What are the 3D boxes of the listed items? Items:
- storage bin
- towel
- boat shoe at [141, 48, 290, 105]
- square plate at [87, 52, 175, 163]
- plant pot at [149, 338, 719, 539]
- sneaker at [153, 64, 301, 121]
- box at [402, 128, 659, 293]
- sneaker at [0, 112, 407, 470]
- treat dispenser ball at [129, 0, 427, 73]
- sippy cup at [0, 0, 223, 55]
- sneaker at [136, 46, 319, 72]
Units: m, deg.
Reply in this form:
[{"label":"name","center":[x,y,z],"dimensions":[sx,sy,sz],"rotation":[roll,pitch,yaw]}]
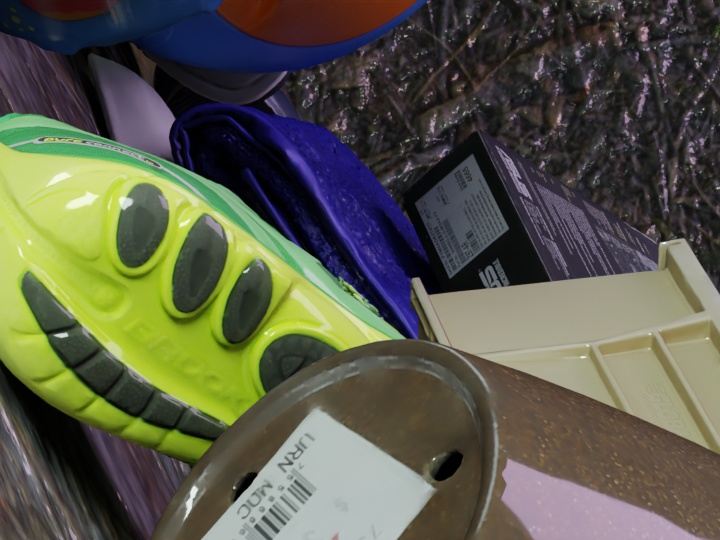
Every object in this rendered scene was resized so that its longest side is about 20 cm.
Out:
[{"label":"storage bin","center":[0.077,0.127,0.904],"dimensions":[0.199,0.093,0.201],"rotation":[-113,-158,-61]},{"label":"towel","center":[0.000,0.000,1.130],"dimensions":[0.148,0.049,0.200],"rotation":[59,8,4]},{"label":"boat shoe","center":[-0.084,-0.146,1.306],"dimensions":[0.200,0.075,0.060],"rotation":[59,3,23]},{"label":"square plate","center":[-0.035,0.038,1.131],"dimensions":[0.200,0.028,0.198],"rotation":[62,2,-40]},{"label":"plant pot","center":[0.048,0.109,0.634],"dimensions":[0.200,0.187,0.187],"rotation":[44,13,-33]},{"label":"sneaker","center":[-0.034,-0.030,1.373],"dimensions":[0.082,0.070,0.200],"rotation":[-107,172,-54]},{"label":"box","center":[0.109,0.055,1.134],"dimensions":[0.160,0.043,0.200],"rotation":[29,28,-45]},{"label":"sneaker","center":[-0.021,0.024,0.708],"dimensions":[0.200,0.074,0.084],"rotation":[46,4,-40]},{"label":"treat dispenser ball","center":[-0.042,-0.178,1.169],"dimensions":[0.201,0.200,0.201],"rotation":[64,2,-4]},{"label":"sippy cup","center":[-0.082,-0.137,0.836],"dimensions":[0.131,0.139,0.178],"rotation":[78,1,-45]},{"label":"sneaker","center":[-0.055,-0.137,1.362],"dimensions":[0.199,0.071,0.083],"rotation":[-1,-39,49]}]
